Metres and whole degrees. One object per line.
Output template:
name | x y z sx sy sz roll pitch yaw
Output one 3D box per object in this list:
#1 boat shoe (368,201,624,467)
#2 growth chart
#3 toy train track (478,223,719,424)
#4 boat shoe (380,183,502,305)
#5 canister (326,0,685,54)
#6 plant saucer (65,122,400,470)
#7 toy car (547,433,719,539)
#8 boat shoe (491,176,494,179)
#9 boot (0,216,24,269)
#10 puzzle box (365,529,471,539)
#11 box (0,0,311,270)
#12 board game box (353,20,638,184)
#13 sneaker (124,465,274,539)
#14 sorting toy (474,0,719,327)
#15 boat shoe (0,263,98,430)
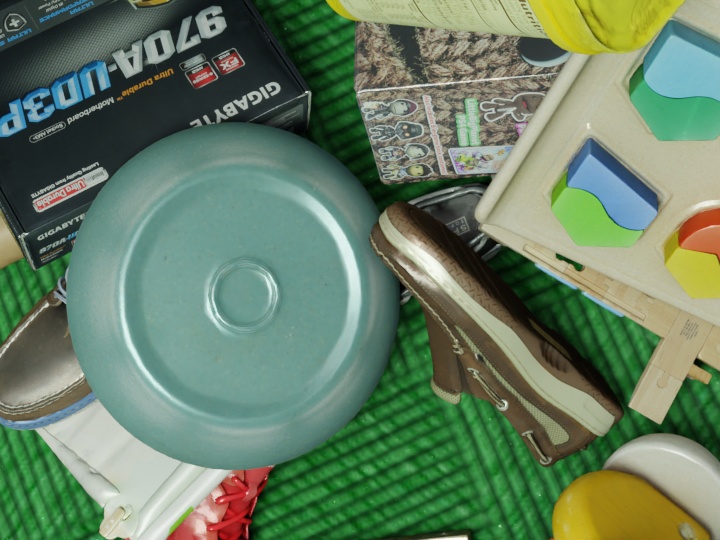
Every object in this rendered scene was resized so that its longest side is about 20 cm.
boat shoe | 0.069 0.048 0.804 0.075 0.075 0.202 -43 110 13
growth chart | -0.141 0.073 0.845 0.144 0.018 0.200 -40 55 -8
toy train track | 0.160 0.014 0.827 0.198 0.033 0.116 30 89 -7
boat shoe | 0.001 0.003 0.852 0.197 0.068 0.075 -21 84 8
canister | 0.077 -0.181 0.673 0.149 0.087 0.199 -50 36 -18
plant saucer | -0.068 0.015 0.779 0.197 0.036 0.203 0 89 -13
toy car | 0.180 0.210 0.776 0.199 0.175 0.151 34 127 9
boat shoe | 0.176 -0.061 0.830 0.197 0.060 0.075 9 90 10
boot | -0.222 -0.016 0.879 0.198 0.066 0.177 -25 69 7
puzzle box | 0.017 0.271 0.859 0.131 0.025 0.203 -8 86 10
box | -0.153 -0.115 0.845 0.198 0.046 0.160 -28 69 -15
board game box | 0.101 -0.151 0.801 0.197 0.097 0.162 -5 63 9
sneaker | -0.084 0.150 0.847 0.114 0.078 0.203 -19 85 20
sorting toy | 0.185 -0.053 0.734 0.198 0.037 0.186 20 130 -12
boat shoe | -0.152 0.014 0.821 0.200 0.072 0.072 -42 76 -10
